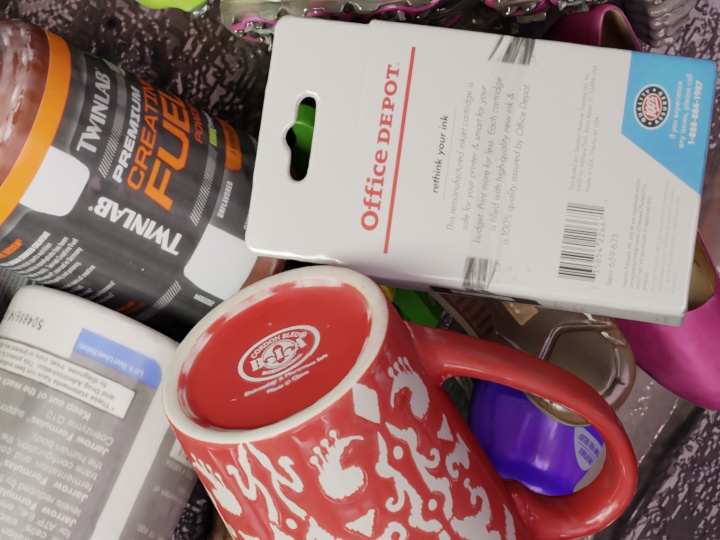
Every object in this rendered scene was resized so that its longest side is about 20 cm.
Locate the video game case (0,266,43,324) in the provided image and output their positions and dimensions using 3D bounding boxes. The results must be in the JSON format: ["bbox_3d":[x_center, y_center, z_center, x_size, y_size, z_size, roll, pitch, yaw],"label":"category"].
[{"bbox_3d":[-0.204,0.050,1.206,0.199,0.018,0.144,22,96,-28],"label":"video game case"}]

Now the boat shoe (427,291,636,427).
[{"bbox_3d":[0.058,-0.009,1.229,0.075,0.075,0.203,-31,80,1],"label":"boat shoe"}]

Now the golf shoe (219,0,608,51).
[{"bbox_3d":[0.027,-0.155,1.198,0.199,0.073,0.093,-11,76,15],"label":"golf shoe"}]

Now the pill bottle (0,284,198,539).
[{"bbox_3d":[-0.145,0.118,1.159,0.114,0.114,0.201,30,79,-29],"label":"pill bottle"}]

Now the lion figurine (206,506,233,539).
[{"bbox_3d":[-0.051,0.097,1.263,0.122,0.072,0.201,-25,92,-11],"label":"lion figurine"}]

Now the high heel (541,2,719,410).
[{"bbox_3d":[0.142,-0.030,1.219,0.067,0.096,0.201,-21,81,-27],"label":"high heel"}]

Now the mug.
[{"bbox_3d":[0.015,0.091,1.150,0.178,0.133,0.200,-46,128,-22],"label":"mug"}]

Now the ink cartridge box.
[{"bbox_3d":[0.056,-0.046,1.160,0.199,0.067,0.116,8,86,7],"label":"ink cartridge box"}]

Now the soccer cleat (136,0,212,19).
[{"bbox_3d":[-0.039,-0.202,1.183,0.200,0.068,0.081,-41,111,-7],"label":"soccer cleat"}]

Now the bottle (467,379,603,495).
[{"bbox_3d":[0.093,0.064,1.287,0.201,0.065,0.084,-69,154,-13],"label":"bottle"}]

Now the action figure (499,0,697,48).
[{"bbox_3d":[0.132,-0.176,1.249,0.199,0.102,0.119,-12,111,-25],"label":"action figure"}]

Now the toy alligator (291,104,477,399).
[{"bbox_3d":[0.000,0.000,1.271,0.054,0.059,0.200,-13,128,27],"label":"toy alligator"}]

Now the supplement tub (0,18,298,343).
[{"bbox_3d":[-0.133,-0.045,1.161,0.200,0.107,0.107,26,93,-29],"label":"supplement tub"}]
